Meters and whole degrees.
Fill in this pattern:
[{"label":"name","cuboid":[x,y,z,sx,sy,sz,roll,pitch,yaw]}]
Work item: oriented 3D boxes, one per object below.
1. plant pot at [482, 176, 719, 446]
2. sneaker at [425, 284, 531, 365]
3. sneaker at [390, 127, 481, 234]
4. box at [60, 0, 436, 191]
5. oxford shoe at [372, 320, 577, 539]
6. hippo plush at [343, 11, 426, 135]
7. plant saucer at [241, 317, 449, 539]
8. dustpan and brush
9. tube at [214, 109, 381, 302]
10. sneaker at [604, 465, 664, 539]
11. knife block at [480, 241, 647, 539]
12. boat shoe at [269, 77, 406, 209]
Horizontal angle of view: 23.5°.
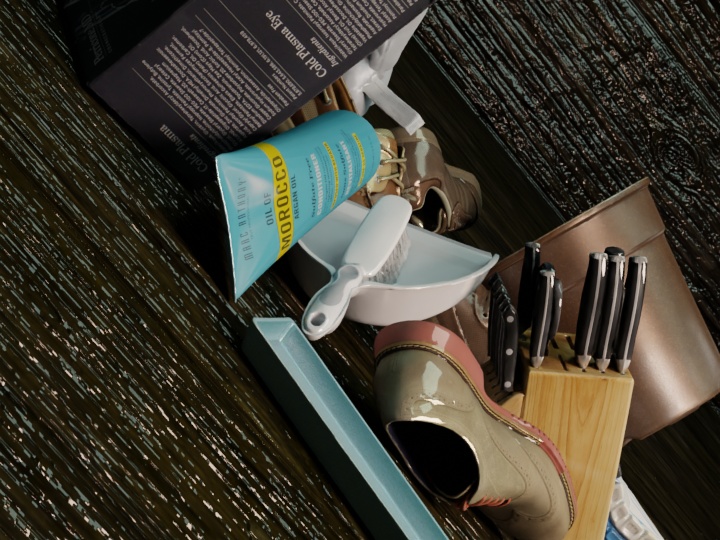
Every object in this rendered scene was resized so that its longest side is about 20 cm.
[{"label":"plant pot","cuboid":[0.222,0.049,1.559,0.199,0.200,0.200,60,11,3]},{"label":"sneaker","cuboid":[0.111,0.056,1.243,0.200,0.075,0.071,56,28,-24]},{"label":"sneaker","cuboid":[0.060,-0.059,1.542,0.200,0.070,0.076,40,44,-62]},{"label":"box","cuboid":[-0.077,-0.181,1.018,0.104,0.182,0.200,43,13,-37]},{"label":"oxford shoe","cuboid":[0.063,0.116,1.008,0.200,0.070,0.075,47,38,-34]},{"label":"hippo plush","cuboid":[-0.003,-0.197,1.461,0.200,0.159,0.161,52,11,2]},{"label":"plant saucer","cuboid":[0.007,0.108,0.865,0.200,0.019,0.070,53,10,10]},{"label":"dustpan and brush","cuboid":[0.000,0.000,1.026,0.139,0.057,0.200,21,38,8]},{"label":"tube","cuboid":[-0.041,-0.048,0.980,0.200,0.050,0.078,-42,124,-65]},{"label":"sneaker","cuboid":[0.161,0.166,1.232,0.200,0.075,0.087,57,2,-14]},{"label":"knife block","cuboid":[0.141,0.081,1.097,0.200,0.175,0.064,48,12,-21]},{"label":"boat shoe","cuboid":[-0.005,-0.076,1.267,0.200,0.074,0.076,58,12,17]}]
